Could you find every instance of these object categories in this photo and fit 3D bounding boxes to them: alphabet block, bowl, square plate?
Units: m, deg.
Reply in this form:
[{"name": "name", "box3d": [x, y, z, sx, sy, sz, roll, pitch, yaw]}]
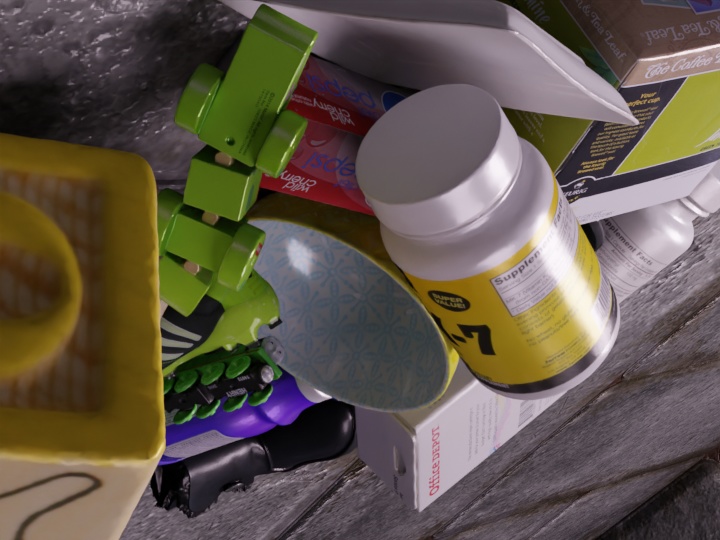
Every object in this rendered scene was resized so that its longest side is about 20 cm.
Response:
[{"name": "alphabet block", "box3d": [-0.221, 0.059, 0.699, 0.195, 0.197, 0.200, 6, 143, -23]}, {"name": "bowl", "box3d": [0.000, 0.000, 0.975, 0.108, 0.200, 0.200, -56, 172, -33]}, {"name": "square plate", "box3d": [0.042, -0.132, 0.757, 0.198, 0.199, 0.029, 16, 89, -59]}]

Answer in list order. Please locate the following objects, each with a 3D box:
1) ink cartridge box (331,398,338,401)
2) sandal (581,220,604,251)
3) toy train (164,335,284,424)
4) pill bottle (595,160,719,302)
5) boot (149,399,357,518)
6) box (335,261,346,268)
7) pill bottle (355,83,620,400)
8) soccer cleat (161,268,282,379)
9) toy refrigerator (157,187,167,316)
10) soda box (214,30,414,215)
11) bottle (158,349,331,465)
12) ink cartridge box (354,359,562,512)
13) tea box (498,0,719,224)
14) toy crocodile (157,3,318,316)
[{"name": "ink cartridge box", "box3d": [-0.015, 0.087, 1.200, 0.200, 0.099, 0.039, 1, 99, -49]}, {"name": "sandal", "box3d": [0.152, -0.068, 1.097, 0.048, 0.075, 0.200, -41, 143, 0]}, {"name": "toy train", "box3d": [-0.133, 0.090, 1.031, 0.200, 0.042, 0.056, -18, -152, 40]}, {"name": "pill bottle", "box3d": [0.245, -0.045, 1.216, 0.200, 0.115, 0.114, -42, 155, 25]}, {"name": "boot", "box3d": [-0.104, 0.176, 1.271, 0.168, 0.077, 0.200, -16, 168, -36]}, {"name": "box", "box3d": [0.053, -0.021, 1.130, 0.119, 0.042, 0.200, -34, 155, 8]}, {"name": "pill bottle", "box3d": [0.082, -0.016, 0.824, 0.114, 0.114, 0.200, -32, 132, 5]}, {"name": "soccer cleat", "box3d": [-0.144, 0.036, 0.985, 0.200, 0.081, 0.068, -23, -165, 37]}, {"name": "toy refrigerator", "box3d": [-0.190, 0.033, 0.908, 0.076, 0.070, 0.200, -12, 151, -37]}, {"name": "soda box", "box3d": [-0.010, -0.085, 0.847, 0.200, 0.070, 0.063, 12, 135, -45]}, {"name": "bottle", "box3d": [-0.110, 0.112, 1.103, 0.199, 0.066, 0.083, -22, 168, 31]}, {"name": "ink cartridge box", "box3d": [0.094, 0.100, 1.164, 0.200, 0.087, 0.146, -37, 148, -23]}, {"name": "tea box", "box3d": [0.181, -0.142, 0.917, 0.199, 0.134, 0.197, -15, 153, -34]}, {"name": "toy crocodile", "box3d": [-0.076, -0.057, 0.745, 0.062, 0.067, 0.201, -63, 176, -63]}]
